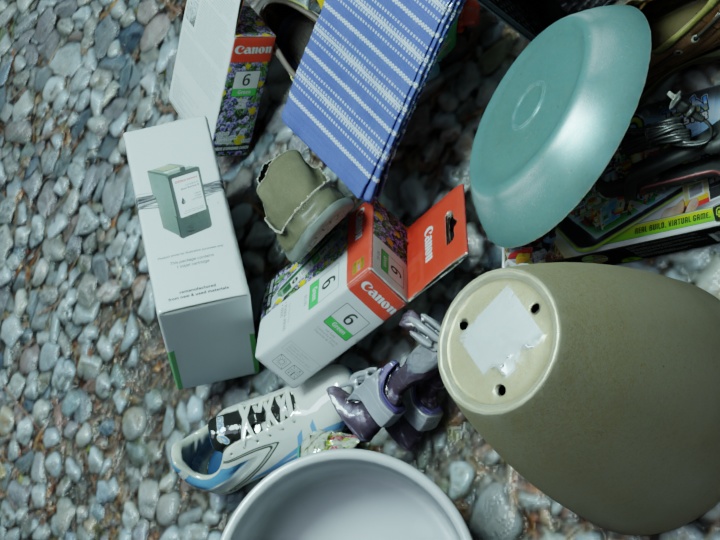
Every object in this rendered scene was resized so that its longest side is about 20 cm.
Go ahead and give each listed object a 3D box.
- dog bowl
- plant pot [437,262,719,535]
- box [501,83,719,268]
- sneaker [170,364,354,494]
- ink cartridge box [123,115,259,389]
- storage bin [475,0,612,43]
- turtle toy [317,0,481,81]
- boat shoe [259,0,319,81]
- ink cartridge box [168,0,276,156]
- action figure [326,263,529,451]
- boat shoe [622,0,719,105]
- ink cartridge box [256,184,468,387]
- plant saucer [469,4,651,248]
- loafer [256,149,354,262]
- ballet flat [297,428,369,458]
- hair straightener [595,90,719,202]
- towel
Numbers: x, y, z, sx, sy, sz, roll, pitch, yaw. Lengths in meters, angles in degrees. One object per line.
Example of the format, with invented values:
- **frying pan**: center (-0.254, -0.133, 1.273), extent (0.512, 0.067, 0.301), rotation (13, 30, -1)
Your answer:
- **dog bowl**: center (-0.009, 0.238, 0.958), extent (0.197, 0.079, 0.203), rotation (-1, 77, 4)
- **plant pot**: center (0.144, 0.069, 0.870), extent (0.186, 0.199, 0.190), rotation (-16, 64, 36)
- **box**: center (0.199, -0.063, 0.982), extent (0.198, 0.035, 0.112), rotation (-14, 66, 37)
- **sneaker**: center (-0.085, 0.140, 1.130), extent (0.199, 0.072, 0.073), rotation (-32, 54, 27)
- **ink cartridge box**: center (-0.155, -0.017, 1.188), extent (0.083, 0.147, 0.202), rotation (-12, 58, -7)
- **storage bin**: center (0.144, -0.265, 0.989), extent (0.135, 0.199, 0.095), rotation (-38, 53, 24)
- **turtle toy**: center (0.056, -0.248, 1.121), extent (0.200, 0.100, 0.147), rotation (-50, 51, 26)
- **boat shoe**: center (-0.032, -0.192, 1.211), extent (0.072, 0.059, 0.201), rotation (-50, 49, 15)
- **ink cartridge box**: center (-0.131, -0.225, 1.259), extent (0.109, 0.050, 0.202), rotation (52, 136, 40)
- **action figure**: center (0.066, 0.060, 0.999), extent (0.200, 0.129, 0.070), rotation (-46, 61, 29)
- **boat shoe**: center (0.213, -0.177, 0.988), extent (0.199, 0.068, 0.073), rotation (-29, 57, 30)
- **ink cartridge box**: center (0.000, 0.000, 1.083), extent (0.199, 0.050, 0.110), rotation (-38, 26, 24)
- **plant saucer**: center (0.136, -0.115, 0.956), extent (0.201, 0.036, 0.201), rotation (-52, 22, 30)
- **loafer**: center (-0.061, -0.061, 1.118), extent (0.075, 0.070, 0.200), rotation (-44, 13, -4)
- **ballet flat**: center (-0.012, 0.223, 1.040), extent (0.063, 0.076, 0.203), rotation (-15, 68, 17)
- **hair straightener**: center (0.229, -0.097, 0.898), extent (0.198, 0.077, 0.041), rotation (-11, 34, 43)
- **towel**: center (0.007, -0.175, 1.072), extent (0.145, 0.024, 0.202), rotation (46, 122, 37)
